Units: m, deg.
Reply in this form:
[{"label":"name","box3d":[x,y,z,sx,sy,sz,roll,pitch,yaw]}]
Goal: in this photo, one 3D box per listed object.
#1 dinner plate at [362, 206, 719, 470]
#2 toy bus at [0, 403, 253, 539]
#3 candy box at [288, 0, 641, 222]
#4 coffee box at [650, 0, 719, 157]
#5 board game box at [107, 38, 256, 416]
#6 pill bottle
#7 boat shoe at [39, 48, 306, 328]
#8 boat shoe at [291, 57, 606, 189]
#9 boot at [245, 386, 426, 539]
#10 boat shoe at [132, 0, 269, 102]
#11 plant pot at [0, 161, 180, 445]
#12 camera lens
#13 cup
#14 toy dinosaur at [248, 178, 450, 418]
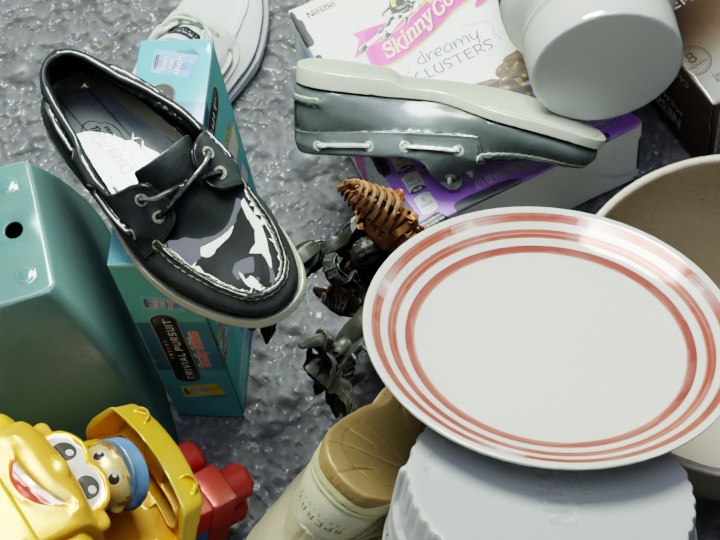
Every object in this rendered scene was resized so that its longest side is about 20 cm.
[{"label":"dinner plate","box3d":[0.100,0.036,0.860,0.199,0.024,0.201,1,42,-1]},{"label":"toy bus","box3d":[-0.148,0.144,0.924,0.191,0.200,0.136,-26,63,-24]},{"label":"candy box","box3d":[0.068,-0.120,1.110,0.167,0.072,0.201,-26,62,-8]},{"label":"coffee box","box3d":[0.285,-0.174,1.110,0.199,0.080,0.115,-28,62,-9]},{"label":"board game box","box3d":[-0.102,-0.021,1.002,0.047,0.200,0.152,0,61,7]},{"label":"pill bottle","box3d":[0.138,-0.201,1.040,0.112,0.113,0.201,-9,54,1]},{"label":"boat shoe","box3d":[-0.105,-0.051,0.865,0.074,0.066,0.200,-35,63,-13]},{"label":"boat shoe","box3d":[0.053,-0.086,1.031,0.199,0.073,0.062,12,107,4]},{"label":"boot","box3d":[-0.004,0.144,0.963,0.073,0.200,0.156,43,115,13]},{"label":"boat shoe","box3d":[-0.117,-0.146,1.147,0.073,0.067,0.201,12,64,12]},{"label":"plant pot","box3d":[-0.209,0.033,0.985,0.141,0.200,0.142,-17,61,-2]},{"label":"camera lens","box3d":[0.086,0.185,0.855,0.159,0.201,0.160,4,35,-3]},{"label":"cup","box3d":[0.218,0.054,0.957,0.199,0.143,0.201,-3,61,6]},{"label":"toy dinosaur","box3d":[0.000,0.000,0.977,0.136,0.200,0.102,-40,45,-13]}]
